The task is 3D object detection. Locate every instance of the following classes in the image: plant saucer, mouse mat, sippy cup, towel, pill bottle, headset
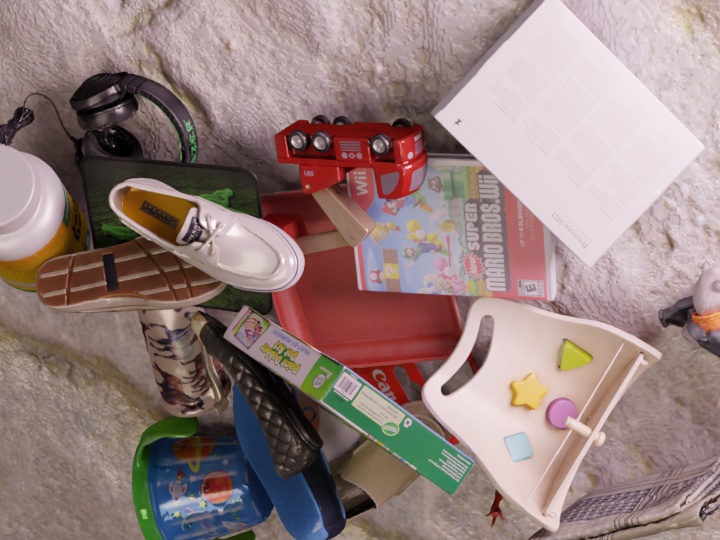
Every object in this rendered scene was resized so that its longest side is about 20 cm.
[{"bbox_3d":[0.000,0.000,1.666,0.198,0.037,0.201,-7,113,23],"label":"plant saucer"},{"bbox_3d":[-0.183,-0.035,1.639,0.198,0.008,0.162,6,119,20],"label":"mouse mat"},{"bbox_3d":[-0.168,0.241,1.834,0.129,0.178,0.141,-11,73,14],"label":"sippy cup"},{"bbox_3d":[0.276,0.229,1.625,0.199,0.192,0.035,-17,89,30],"label":"towel"},{"bbox_3d":[-0.344,-0.054,1.661,0.112,0.114,0.200,18,166,9],"label":"pill bottle"},{"bbox_3d":[-0.262,-0.135,1.650,0.199,0.094,0.124,13,124,19],"label":"headset"}]

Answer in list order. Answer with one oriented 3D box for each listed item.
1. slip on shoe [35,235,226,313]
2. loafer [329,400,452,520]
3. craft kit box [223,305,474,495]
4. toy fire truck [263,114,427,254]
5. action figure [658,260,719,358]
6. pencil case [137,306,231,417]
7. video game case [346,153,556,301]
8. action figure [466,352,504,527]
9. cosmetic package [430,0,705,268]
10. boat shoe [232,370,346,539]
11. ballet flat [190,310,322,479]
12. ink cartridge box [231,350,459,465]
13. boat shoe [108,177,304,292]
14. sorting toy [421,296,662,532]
[{"bbox_3d":[-0.222,0.009,1.645,0.198,0.061,0.077,-10,80,12],"label":"slip on shoe"},{"bbox_3d":[0.018,0.214,1.743,0.200,0.068,0.076,-40,107,20],"label":"loafer"},{"bbox_3d":[-0.013,0.125,1.606,0.200,0.197,0.049,39,86,-34],"label":"craft kit box"},{"bbox_3d":[-0.023,-0.073,1.568,0.199,0.049,0.142,6,117,31],"label":"toy fire truck"},{"bbox_3d":[0.384,0.061,1.534,0.199,0.105,0.193,-29,117,34],"label":"action figure"},{"bbox_3d":[-0.191,0.057,1.745,0.089,0.078,0.201,16,126,46],"label":"pencil case"},{"bbox_3d":[0.086,-0.043,1.581,0.198,0.017,0.144,3,116,20],"label":"video game case"},{"bbox_3d":[0.150,0.179,1.695,0.065,0.099,0.201,-13,117,27],"label":"action figure"},{"bbox_3d":[0.185,-0.126,1.483,0.200,0.052,0.151,43,94,-9],"label":"cosmetic package"},{"bbox_3d":[-0.076,0.191,1.719,0.084,0.068,0.201,-28,72,31],"label":"boat shoe"},{"bbox_3d":[-0.115,0.121,1.664,0.057,0.066,0.200,-42,71,9],"label":"ballet flat"},{"bbox_3d":[-0.017,0.158,1.770,0.199,0.050,0.163,-17,114,31],"label":"ink cartridge box"},{"bbox_3d":[-0.149,-0.035,1.566,0.199,0.070,0.071,27,96,12],"label":"boat shoe"},{"bbox_3d":[0.162,0.118,1.618,0.179,0.107,0.201,32,91,-1],"label":"sorting toy"}]
